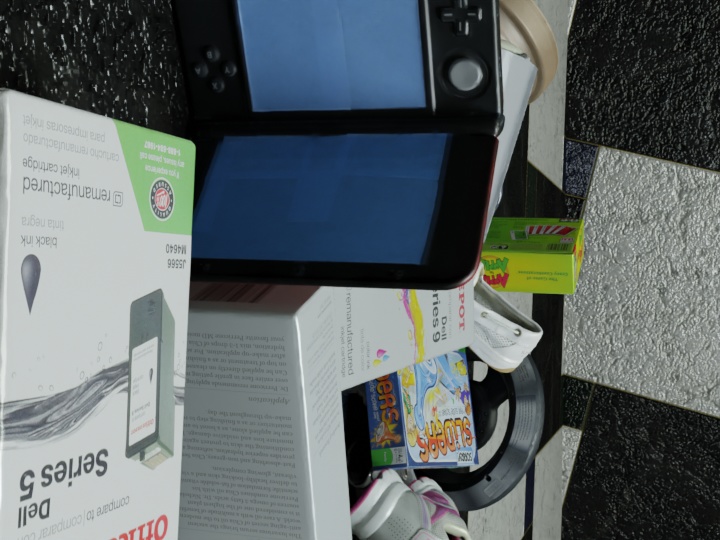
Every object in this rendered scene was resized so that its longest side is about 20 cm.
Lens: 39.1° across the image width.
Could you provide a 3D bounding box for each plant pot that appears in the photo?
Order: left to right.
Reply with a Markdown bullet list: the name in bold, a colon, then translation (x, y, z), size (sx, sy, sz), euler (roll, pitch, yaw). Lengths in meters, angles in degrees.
- **plant pot**: translation (0.079, -0.210, 0.968), size (0.093, 0.201, 0.201), euler (-53, 151, -15)

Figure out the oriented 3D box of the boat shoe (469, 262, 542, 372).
- **boat shoe**: translation (0.099, 0.013, 1.024), size (0.069, 0.200, 0.071), euler (-50, -179, 31)

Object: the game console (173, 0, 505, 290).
- **game console**: translation (-0.027, -0.093, 0.575), size (0.119, 0.200, 0.173), euler (-57, 145, -59)

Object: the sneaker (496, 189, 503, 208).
- **sneaker**: translation (0.056, -0.033, 0.927), size (0.200, 0.066, 0.078), euler (-47, -178, 31)

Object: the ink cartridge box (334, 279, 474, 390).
- **ink cartridge box**: translation (0.000, 0.000, 0.763), size (0.200, 0.087, 0.146), euler (-11, 103, -53)

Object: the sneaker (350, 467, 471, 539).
- **sneaker**: translation (0.054, 0.236, 0.888), size (0.081, 0.088, 0.200), euler (-51, 155, 2)

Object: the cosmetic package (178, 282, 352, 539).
- **cosmetic package**: translation (-0.066, 0.106, 0.637), size (0.071, 0.101, 0.200), euler (-47, 137, -65)

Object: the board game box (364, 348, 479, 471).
- **board game box**: translation (0.059, 0.121, 0.968), size (0.200, 0.034, 0.136), euler (20, 62, -64)

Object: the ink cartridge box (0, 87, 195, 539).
- **ink cartridge box**: translation (-0.139, 0.036, 0.422), size (0.145, 0.084, 0.200), euler (1, 91, -73)

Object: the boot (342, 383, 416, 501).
- **boot**: translation (0.011, 0.196, 0.967), size (0.096, 0.073, 0.200), euler (-17, 99, -65)

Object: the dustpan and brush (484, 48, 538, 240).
- **dustpan and brush**: translation (0.000, -0.107, 0.671), size (0.057, 0.200, 0.140), euler (157, -48, -77)

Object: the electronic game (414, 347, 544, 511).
- **electronic game**: translation (0.115, 0.157, 1.093), size (0.042, 0.200, 0.200), euler (20, 70, -39)

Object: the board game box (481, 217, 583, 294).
- **board game box**: translation (0.136, -0.019, 1.101), size (0.102, 0.200, 0.048), euler (-54, 142, -61)

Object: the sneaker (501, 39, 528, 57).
- **sneaker**: translation (0.028, -0.152, 0.758), size (0.093, 0.199, 0.070), euler (-78, 155, -48)
